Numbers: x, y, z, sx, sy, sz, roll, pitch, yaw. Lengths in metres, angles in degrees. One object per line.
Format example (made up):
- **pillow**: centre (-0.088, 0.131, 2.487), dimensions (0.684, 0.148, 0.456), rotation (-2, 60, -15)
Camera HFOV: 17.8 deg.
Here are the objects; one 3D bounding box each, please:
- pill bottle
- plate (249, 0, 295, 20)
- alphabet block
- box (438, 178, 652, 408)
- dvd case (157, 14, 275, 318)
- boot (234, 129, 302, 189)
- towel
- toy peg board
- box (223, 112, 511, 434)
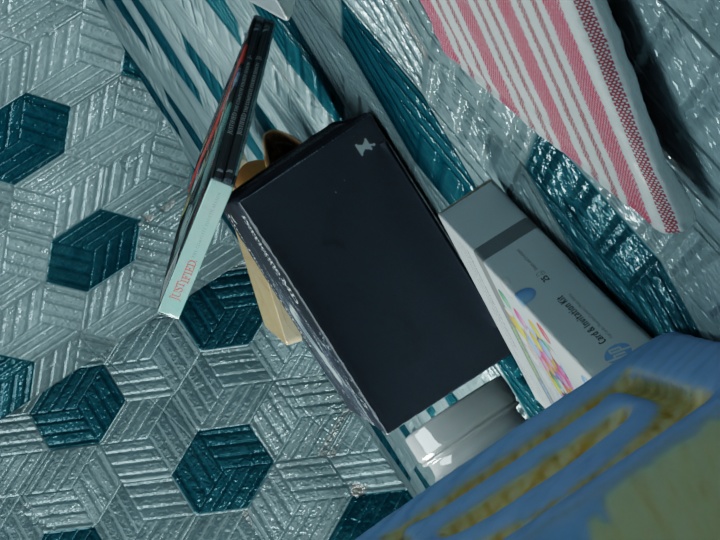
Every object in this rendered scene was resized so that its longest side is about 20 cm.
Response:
- **pill bottle**: centre (0.121, 0.181, 1.651), dimensions (0.200, 0.112, 0.112), rotation (57, 175, 6)
- **plate**: centre (-0.106, -0.265, 1.508), dimensions (0.200, 0.032, 0.200), rotation (58, 176, -18)
- **alphabet block**: centre (0.131, 0.164, 0.993), dimensions (0.200, 0.195, 0.196), rotation (56, 177, -6)
- **box**: centre (0.126, 0.057, 1.242), dimensions (0.156, 0.041, 0.200), rotation (60, 173, -36)
- **dvd case**: centre (-0.109, -0.080, 1.740), dimensions (0.200, 0.022, 0.146), rotation (-78, 11, -48)
- **boot**: centre (-0.069, -0.073, 2.081), dimensions (0.200, 0.077, 0.155), rotation (50, 173, 38)
- **towel**: centre (0.060, -0.112, 0.905), dimensions (0.200, 0.030, 0.147), rotation (47, 169, 52)
- **toy peg board**: centre (-0.073, -0.041, 2.409), dimensions (0.200, 0.098, 0.200), rotation (-155, 48, -80)
- **box**: centre (0.000, 0.000, 1.672), dimensions (0.197, 0.117, 0.200), rotation (57, 174, -5)
